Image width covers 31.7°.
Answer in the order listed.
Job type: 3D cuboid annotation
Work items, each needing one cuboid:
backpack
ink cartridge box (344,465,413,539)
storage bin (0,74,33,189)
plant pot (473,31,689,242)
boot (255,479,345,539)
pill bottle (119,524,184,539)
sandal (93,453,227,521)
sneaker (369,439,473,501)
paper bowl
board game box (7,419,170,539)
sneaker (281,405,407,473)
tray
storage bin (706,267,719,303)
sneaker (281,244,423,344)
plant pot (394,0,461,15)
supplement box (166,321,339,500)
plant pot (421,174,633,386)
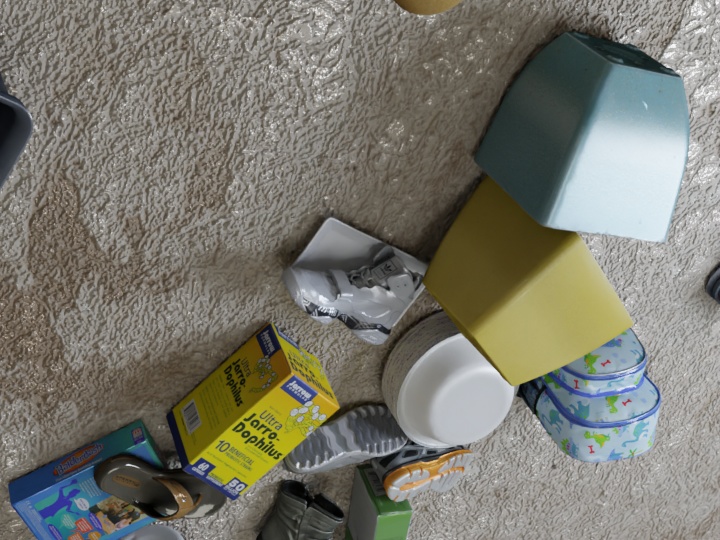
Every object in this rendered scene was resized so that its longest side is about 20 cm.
[{"bbox_3d":[0.335,0.168,1.827,0.180,0.201,0.149,-9,129,-16],"label":"backpack"},{"bbox_3d":[0.023,0.403,1.932,0.058,0.104,0.202,-5,127,-19],"label":"ink cartridge box"},{"bbox_3d":[-0.442,-0.138,1.288,0.144,0.135,0.201,22,114,-35],"label":"storage bin"},{"bbox_3d":[0.289,-0.176,1.558,0.194,0.196,0.203,6,115,-27],"label":"plant pot"},{"bbox_3d":[-0.055,0.406,1.871,0.198,0.068,0.132,32,118,3],"label":"boot"},{"bbox_3d":[-0.287,0.477,1.841,0.118,0.120,0.202,-19,131,-9],"label":"pill bottle"},{"bbox_3d":[-0.265,0.300,1.698,0.199,0.055,0.082,28,110,-38],"label":"sandal"},{"bbox_3d":[0.095,0.286,1.900,0.198,0.077,0.079,1,123,-48],"label":"sneaker"},{"bbox_3d":[0.137,0.163,1.790,0.198,0.105,0.203,-12,124,-18],"label":"paper bowl"},{"bbox_3d":[-0.356,0.307,1.728,0.198,0.045,0.153,-25,131,-5],"label":"board game box"},{"bbox_3d":[-0.027,0.246,1.829,0.197,0.076,0.082,-8,164,-25],"label":"sneaker"},{"bbox_3d":[0.000,0.000,1.667,0.198,0.022,0.108,25,113,-36],"label":"tray"},{"bbox_3d":[0.647,0.020,1.890,0.145,0.135,0.200,27,112,-37],"label":"storage bin"},{"bbox_3d":[-0.007,0.015,1.614,0.115,0.075,0.199,-48,135,15],"label":"sneaker"},{"bbox_3d":[0.058,-0.369,1.320,0.184,0.188,0.201,-26,144,-3],"label":"plant pot"},{"bbox_3d":[-0.145,0.189,1.689,0.200,0.110,0.109,-42,131,10],"label":"supplement box"},{"bbox_3d":[0.201,0.025,1.638,0.176,0.200,0.200,-42,131,-1],"label":"plant pot"}]
